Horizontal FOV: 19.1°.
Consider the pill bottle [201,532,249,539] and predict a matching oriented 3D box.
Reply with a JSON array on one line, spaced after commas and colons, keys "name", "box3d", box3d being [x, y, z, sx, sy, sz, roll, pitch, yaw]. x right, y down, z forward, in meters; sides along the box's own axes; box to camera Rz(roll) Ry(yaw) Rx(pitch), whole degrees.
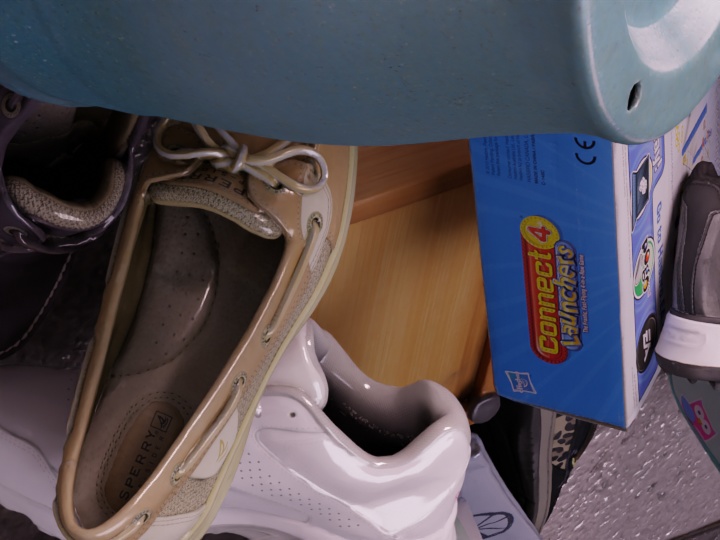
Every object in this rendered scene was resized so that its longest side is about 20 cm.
[{"name": "pill bottle", "box3d": [-0.061, 0.200, 0.867, 0.110, 0.111, 0.201, -25, 125, -22]}]

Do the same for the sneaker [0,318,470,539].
[{"name": "sneaker", "box3d": [-0.051, 0.052, 0.792, 0.198, 0.078, 0.100, 10, 126, -10]}]

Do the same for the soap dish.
[{"name": "soap dish", "box3d": [0.000, 0.000, 0.872, 0.157, 0.081, 0.201, -19, 140, -29]}]

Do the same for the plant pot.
[{"name": "plant pot", "box3d": [0.010, -0.121, 0.577, 0.200, 0.187, 0.201, -38, 137, -47]}]

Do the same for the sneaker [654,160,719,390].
[{"name": "sneaker", "box3d": [0.193, -0.019, 0.802, 0.199, 0.066, 0.091, -11, 104, -32]}]

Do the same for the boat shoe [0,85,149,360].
[{"name": "boat shoe", "box3d": [-0.110, -0.037, 0.731, 0.072, 0.065, 0.201, -10, 137, -40]}]

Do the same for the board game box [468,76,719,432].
[{"name": "board game box", "box3d": [0.104, -0.082, 0.789, 0.196, 0.056, 0.201, -55, 148, -41]}]

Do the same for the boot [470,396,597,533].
[{"name": "boot", "box3d": [0.122, 0.043, 1.056, 0.153, 0.074, 0.204, -29, 147, -22]}]

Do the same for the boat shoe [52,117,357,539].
[{"name": "boat shoe", "box3d": [-0.054, 0.002, 0.732, 0.063, 0.073, 0.202, 65, 47, -76]}]

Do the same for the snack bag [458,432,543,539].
[{"name": "snack bag", "box3d": [-0.009, 0.140, 1.014, 0.187, 0.022, 0.200, -18, 150, 10]}]

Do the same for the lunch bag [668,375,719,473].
[{"name": "lunch bag", "box3d": [0.237, 0.038, 1.090, 0.077, 0.161, 0.201, -15, 145, -26]}]

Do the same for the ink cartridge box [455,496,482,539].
[{"name": "ink cartridge box", "box3d": [0.009, 0.220, 0.943, 0.160, 0.201, 0.050, -24, 174, 18]}]
